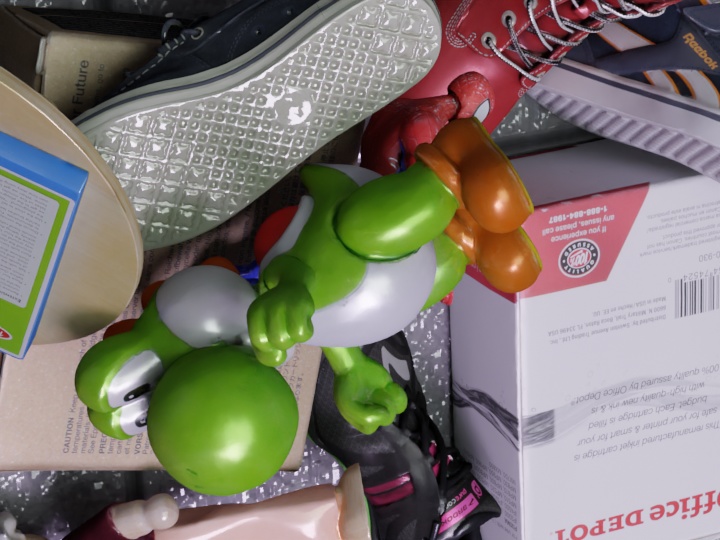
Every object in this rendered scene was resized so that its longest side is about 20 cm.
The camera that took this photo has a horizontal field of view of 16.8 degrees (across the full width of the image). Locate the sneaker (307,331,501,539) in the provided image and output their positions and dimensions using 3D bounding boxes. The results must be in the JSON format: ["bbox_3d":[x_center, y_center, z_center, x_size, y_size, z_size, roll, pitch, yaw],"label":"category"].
[{"bbox_3d":[0.028,0.096,1.207,0.077,0.083,0.201,-45,129,-34],"label":"sneaker"}]

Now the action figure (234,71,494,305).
[{"bbox_3d":[0.000,0.000,1.089,0.200,0.065,0.099,-46,113,-6],"label":"action figure"}]

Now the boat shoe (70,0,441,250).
[{"bbox_3d":[-0.059,-0.071,1.038,0.199,0.062,0.075,-30,123,1],"label":"boat shoe"}]

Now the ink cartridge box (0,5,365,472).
[{"bbox_3d":[-0.095,-0.012,1.116,0.164,0.075,0.201,4,106,-28],"label":"ink cartridge box"}]

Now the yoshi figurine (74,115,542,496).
[{"bbox_3d":[-0.016,0.027,0.999,0.199,0.112,0.113,-29,104,-6],"label":"yoshi figurine"}]

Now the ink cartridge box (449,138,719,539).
[{"bbox_3d":[0.124,0.042,1.247,0.146,0.083,0.201,-11,112,-24],"label":"ink cartridge box"}]

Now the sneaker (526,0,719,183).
[{"bbox_3d":[0.169,-0.087,1.162,0.080,0.199,0.078,-58,145,-6],"label":"sneaker"}]

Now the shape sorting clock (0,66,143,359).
[{"bbox_3d":[-0.180,-0.037,0.981,0.200,0.199,0.039,50,44,-31],"label":"shape sorting clock"}]

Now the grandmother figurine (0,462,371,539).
[{"bbox_3d":[-0.094,0.132,1.145,0.198,0.061,0.122,-10,148,-1],"label":"grandmother figurine"}]

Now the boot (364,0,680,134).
[{"bbox_3d":[0.085,-0.113,1.137,0.072,0.144,0.201,28,95,-34],"label":"boot"}]
